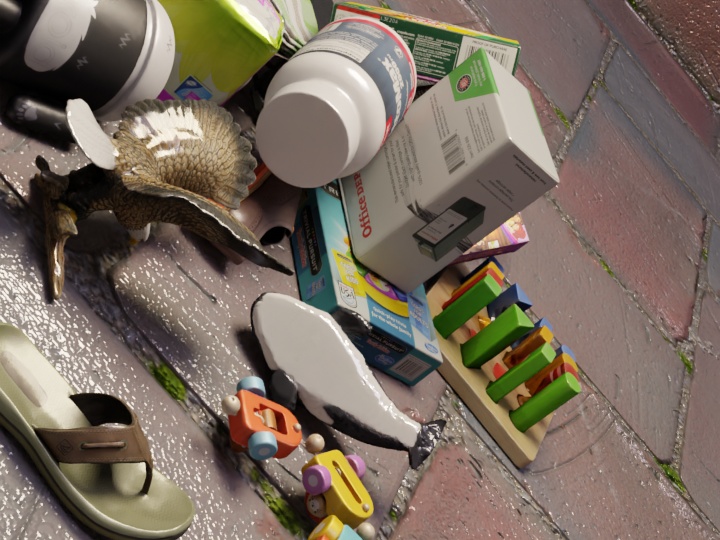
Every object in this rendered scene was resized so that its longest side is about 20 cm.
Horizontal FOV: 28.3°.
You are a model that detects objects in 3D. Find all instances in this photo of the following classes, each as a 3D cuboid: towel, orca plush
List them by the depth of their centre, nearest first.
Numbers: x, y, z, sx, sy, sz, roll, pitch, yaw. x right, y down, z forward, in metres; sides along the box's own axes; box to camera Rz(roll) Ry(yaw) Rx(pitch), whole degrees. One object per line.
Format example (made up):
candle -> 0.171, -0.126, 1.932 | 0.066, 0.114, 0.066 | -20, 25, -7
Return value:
orca plush -> -0.015, 0.095, 1.261 | 0.198, 0.106, 0.071 | 26, -12, 0
towel -> -0.078, -0.276, 1.465 | 0.151, 0.030, 0.200 | 68, 14, 18

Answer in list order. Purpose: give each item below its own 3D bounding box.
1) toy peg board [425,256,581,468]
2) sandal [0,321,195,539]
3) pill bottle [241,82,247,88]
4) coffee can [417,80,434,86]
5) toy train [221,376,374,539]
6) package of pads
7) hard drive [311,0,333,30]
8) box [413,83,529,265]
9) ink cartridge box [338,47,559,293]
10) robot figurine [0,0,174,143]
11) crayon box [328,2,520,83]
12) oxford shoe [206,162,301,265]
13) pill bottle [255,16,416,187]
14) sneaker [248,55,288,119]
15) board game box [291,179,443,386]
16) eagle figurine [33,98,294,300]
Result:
toy peg board -> 0.167, 0.073, 1.556 | 0.201, 0.098, 0.199 | 51, 26, -3
sandal -> -0.188, 0.110, 0.979 | 0.201, 0.057, 0.080 | 47, 27, -10
pill bottle -> -0.156, -0.272, 1.460 | 0.104, 0.104, 0.201 | 34, 31, -31
coffee can -> 0.117, -0.162, 1.713 | 0.201, 0.146, 0.146 | 56, 27, 9
toy train -> -0.051, 0.186, 1.117 | 0.149, 0.056, 0.202 | 25, 34, -41
package of pads -> -0.183, -0.237, 1.315 | 0.200, 0.154, 0.069 | 41, 28, -19
hard drive -> -0.090, -0.313, 1.687 | 0.199, 0.042, 0.136 | 19, 41, -48
box -> 0.093, -0.108, 1.582 | 0.135, 0.039, 0.203 | -11, 76, -27
ink cartridge box -> 0.081, -0.097, 1.411 | 0.084, 0.199, 0.147 | 34, 31, -36
robot figurine -> -0.250, -0.204, 1.205 | 0.199, 0.151, 0.125 | 23, 21, -44
crayon box -> 0.069, -0.240, 1.530 | 0.197, 0.059, 0.173 | 14, 13, 2
oxford shoe -> -0.089, -0.061, 1.354 | 0.073, 0.071, 0.200 | 56, 35, -4
pill bottle -> -0.025, -0.155, 1.340 | 0.120, 0.119, 0.200 | 47, 29, -8
sneaker -> -0.049, -0.153, 1.542 | 0.200, 0.075, 0.079 | 48, 10, -18
board game box -> 0.000, 0.000, 1.435 | 0.150, 0.047, 0.202 | 30, 34, -38
eagle figurine -> -0.158, -0.062, 1.147 | 0.151, 0.197, 0.154 | -175, -101, -75
